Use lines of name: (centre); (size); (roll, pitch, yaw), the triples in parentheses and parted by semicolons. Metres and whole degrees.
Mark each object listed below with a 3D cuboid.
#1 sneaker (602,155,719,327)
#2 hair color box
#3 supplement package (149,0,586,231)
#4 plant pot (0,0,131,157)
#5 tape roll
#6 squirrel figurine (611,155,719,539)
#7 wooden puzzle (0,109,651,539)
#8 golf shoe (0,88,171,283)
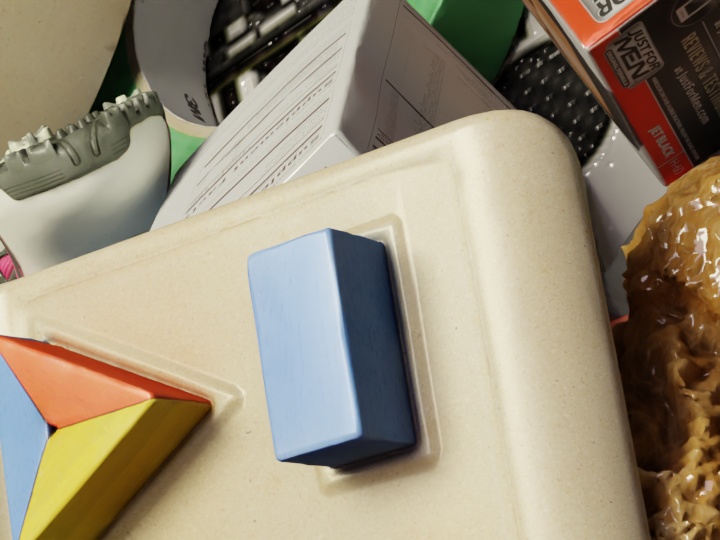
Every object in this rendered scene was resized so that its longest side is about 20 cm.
sneaker: (0.112, 0.012, 0.762); (0.200, 0.077, 0.082); (-42, 17, 26)
hair color box: (0.061, -0.134, 0.787); (0.061, 0.102, 0.201); (-36, 57, 4)
supplement package: (0.000, 0.000, 0.750); (0.109, 0.114, 0.200); (-44, 11, 17)
plant pot: (-0.197, -0.115, 0.979); (0.200, 0.134, 0.202); (-39, 39, 41)
tape roll: (-0.025, -0.113, 0.932); (0.199, 0.048, 0.202); (-17, 61, 34)
squirrel figurine: (0.148, 0.065, 0.632); (0.198, 0.142, 0.188); (8, 94, 6)
wooden puzzle: (-0.027, 0.069, 0.599); (0.199, 0.046, 0.187); (-17, 73, 26)
golf shoe: (-0.094, -0.005, 0.869); (0.077, 0.200, 0.089); (-26, 80, -13)
